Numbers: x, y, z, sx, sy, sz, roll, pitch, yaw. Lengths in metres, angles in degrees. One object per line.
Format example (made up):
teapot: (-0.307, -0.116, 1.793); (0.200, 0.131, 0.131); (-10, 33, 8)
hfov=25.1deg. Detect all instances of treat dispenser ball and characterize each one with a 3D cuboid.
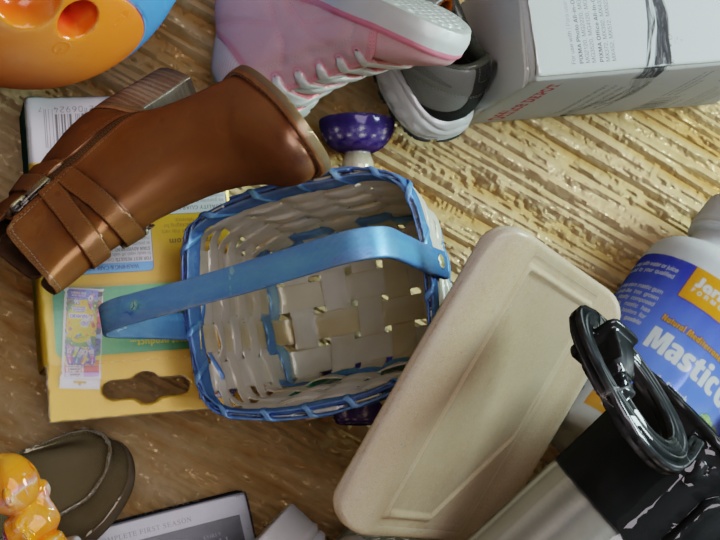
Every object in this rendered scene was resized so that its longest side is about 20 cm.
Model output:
treat dispenser ball: (-0.197, -0.207, 0.954); (0.199, 0.201, 0.203); (2, 82, -15)

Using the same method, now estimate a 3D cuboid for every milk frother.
milk frother: (0.117, 0.138, 0.910); (0.188, 0.181, 0.200); (-43, 105, 2)

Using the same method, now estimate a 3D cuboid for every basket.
basket: (-0.029, 0.013, 0.927); (0.175, 0.200, 0.140); (-14, 76, 23)

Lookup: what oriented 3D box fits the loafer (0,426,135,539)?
loafer: (-0.228, 0.147, 0.958); (0.199, 0.076, 0.068); (-27, 133, -17)

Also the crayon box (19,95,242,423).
crayon box: (-0.145, -0.008, 1.022); (0.125, 0.052, 0.202); (-3, 83, -16)

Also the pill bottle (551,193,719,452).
pill bottle: (0.215, 0.049, 1.082); (0.112, 0.112, 0.200); (39, 76, -7)

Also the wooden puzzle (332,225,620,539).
wooden puzzle: (0.070, 0.072, 0.945); (0.037, 0.200, 0.186); (31, 92, 29)

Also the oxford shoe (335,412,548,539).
oxford shoe: (0.044, 0.157, 1.054); (0.075, 0.058, 0.200); (43, 89, -13)

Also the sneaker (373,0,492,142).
sneaker: (0.020, -0.184, 1.060); (0.074, 0.079, 0.201); (-29, 78, -36)

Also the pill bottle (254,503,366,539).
pill bottle: (0.003, 0.238, 0.973); (0.200, 0.109, 0.109); (44, 74, 3)

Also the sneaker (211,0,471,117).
sneaker: (-0.019, -0.131, 1.007); (0.075, 0.200, 0.105); (-1, 110, -49)

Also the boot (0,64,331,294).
boot: (-0.121, -0.048, 0.911); (0.155, 0.199, 0.077); (-42, 129, -23)

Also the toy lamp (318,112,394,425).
toy lamp: (0.000, 0.000, 1.058); (0.058, 0.058, 0.202); (2, 84, -15)

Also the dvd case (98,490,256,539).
dvd case: (-0.122, 0.253, 1.009); (0.149, 0.025, 0.202); (-12, 87, -17)

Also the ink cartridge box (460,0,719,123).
ink cartridge box: (0.173, -0.157, 1.079); (0.198, 0.145, 0.084); (-6, 85, -16)

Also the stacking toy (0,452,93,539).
stacking toy: (-0.160, 0.193, 0.916); (0.109, 0.116, 0.201); (-27, 98, 3)
